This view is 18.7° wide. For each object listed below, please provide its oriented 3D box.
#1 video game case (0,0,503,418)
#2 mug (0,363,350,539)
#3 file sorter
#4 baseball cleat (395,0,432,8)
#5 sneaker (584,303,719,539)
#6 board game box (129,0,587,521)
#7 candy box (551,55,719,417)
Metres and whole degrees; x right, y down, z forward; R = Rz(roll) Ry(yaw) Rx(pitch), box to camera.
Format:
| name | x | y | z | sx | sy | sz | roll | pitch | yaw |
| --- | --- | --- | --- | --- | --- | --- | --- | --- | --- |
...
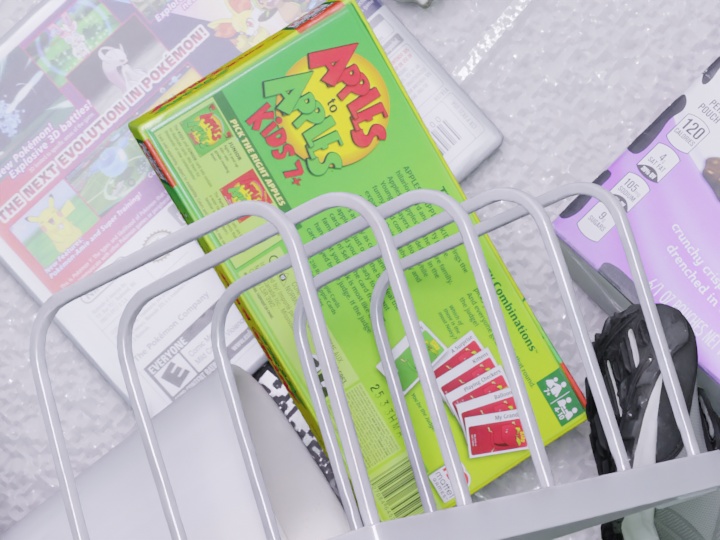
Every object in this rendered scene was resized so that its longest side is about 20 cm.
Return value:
| name | x | y | z | sx | sy | sz | roll | pitch | yaw |
| --- | --- | --- | --- | --- | --- | --- | --- | --- | --- |
| video game case | -0.070 | -0.056 | 0.954 | 0.200 | 0.023 | 0.182 | -42 | 89 | -2 |
| mug | -0.076 | 0.152 | 0.877 | 0.153 | 0.150 | 0.187 | -29 | 52 | 5 |
| file sorter | 0.004 | 0.046 | 0.758 | 0.138 | 0.199 | 0.125 | -25 | 78 | 38 |
| baseball cleat | 0.078 | -0.199 | 0.941 | 0.199 | 0.070 | 0.107 | -32 | 88 | -3 |
| sneaker | 0.134 | 0.087 | 0.882 | 0.079 | 0.201 | 0.074 | -10 | 42 | 3 |
| board game box | 0.000 | 0.000 | 0.907 | 0.101 | 0.048 | 0.201 | -32 | 101 | -8 |
| candy box | 0.207 | -0.024 | 0.905 | 0.200 | 0.072 | 0.168 | -44 | 67 | -5 |
